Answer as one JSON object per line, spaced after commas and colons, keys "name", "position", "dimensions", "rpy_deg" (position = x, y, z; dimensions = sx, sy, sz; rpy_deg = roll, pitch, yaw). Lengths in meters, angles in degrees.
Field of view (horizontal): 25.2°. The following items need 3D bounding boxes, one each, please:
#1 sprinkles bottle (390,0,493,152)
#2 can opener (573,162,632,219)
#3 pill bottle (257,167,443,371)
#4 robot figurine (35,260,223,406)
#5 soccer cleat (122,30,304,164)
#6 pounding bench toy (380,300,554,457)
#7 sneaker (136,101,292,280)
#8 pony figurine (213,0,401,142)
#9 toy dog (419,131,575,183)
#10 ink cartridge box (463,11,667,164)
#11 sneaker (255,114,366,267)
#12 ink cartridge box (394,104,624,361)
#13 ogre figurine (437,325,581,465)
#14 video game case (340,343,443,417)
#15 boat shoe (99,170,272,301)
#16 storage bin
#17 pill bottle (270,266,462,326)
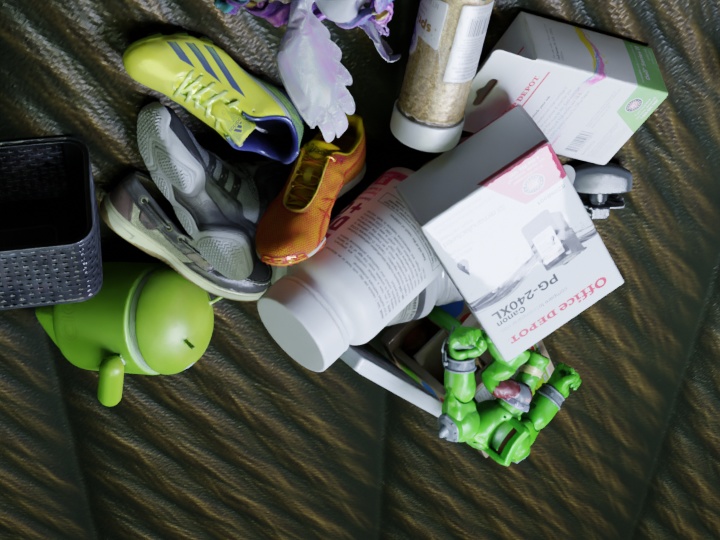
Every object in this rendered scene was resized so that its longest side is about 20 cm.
{"name": "sprinkles bottle", "position": [0.079, -0.208, 1.456], "dimensions": [0.068, 0.068, 0.201], "rpy_deg": [2, 124, -17]}
{"name": "can opener", "position": [0.191, -0.082, 1.724], "dimensions": [0.198, 0.053, 0.067], "rpy_deg": [-5, 112, -9]}
{"name": "pill bottle", "position": [0.000, 0.000, 1.585], "dimensions": [0.200, 0.113, 0.114], "rpy_deg": [-43, 152, -23]}
{"name": "robot figurine", "position": [-0.242, 0.049, 1.693], "dimensions": [0.199, 0.176, 0.116], "rpy_deg": [2, 137, 28]}
{"name": "soccer cleat", "position": [-0.131, -0.159, 1.498], "dimensions": [0.199, 0.084, 0.065], "rpy_deg": [22, 132, -37]}
{"name": "pounding bench toy", "position": [0.109, 0.079, 1.808], "dimensions": [0.124, 0.156, 0.200], "rpy_deg": [-43, 143, -10]}
{"name": "sneaker", "position": [-0.136, -0.098, 1.591], "dimensions": [0.114, 0.075, 0.201], "rpy_deg": [-40, 115, -24]}
{"name": "pony figurine", "position": [-0.023, -0.239, 1.382], "dimensions": [0.199, 0.167, 0.193], "rpy_deg": [-28, 111, 38]}
{"name": "toy dog", "position": [0.151, -0.088, 1.629], "dimensions": [0.131, 0.097, 0.200], "rpy_deg": [-1, 150, 42]}
{"name": "ink cartridge box", "position": [0.182, -0.180, 1.564], "dimensions": [0.199, 0.068, 0.117], "rpy_deg": [11, 140, -27]}
{"name": "sneaker", "position": [-0.053, -0.081, 1.552], "dimensions": [0.072, 0.201, 0.078], "rpy_deg": [11, 136, 17]}
{"name": "ink cartridge box", "position": [0.146, -0.032, 1.537], "dimensions": [0.145, 0.084, 0.200], "rpy_deg": [-34, 126, 2]}
{"name": "ogre figurine", "position": [0.145, 0.134, 1.683], "dimensions": [0.200, 0.098, 0.121], "rpy_deg": [23, 91, -64]}
{"name": "video game case", "position": [-0.002, 0.092, 1.784], "dimensions": [0.143, 0.200, 0.018], "rpy_deg": [31, 93, -36]}
{"name": "boat shoe", "position": [-0.169, -0.036, 1.649], "dimensions": [0.200, 0.072, 0.066], "rpy_deg": [29, 125, -22]}
{"name": "storage bin", "position": [-0.355, -0.042, 1.554], "dimensions": [0.198, 0.136, 0.094], "rpy_deg": [-5, 143, -7]}
{"name": "pill bottle", "position": [0.013, 0.004, 1.711], "dimensions": [0.198, 0.114, 0.113], "rpy_deg": [-12, 146, -21]}
